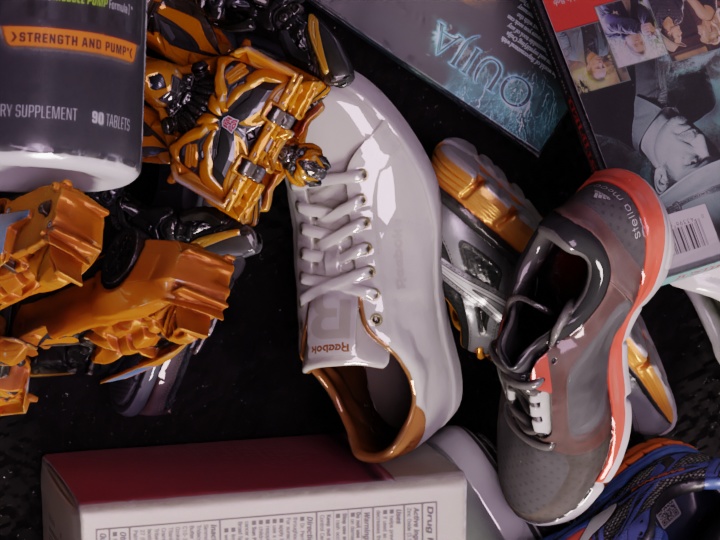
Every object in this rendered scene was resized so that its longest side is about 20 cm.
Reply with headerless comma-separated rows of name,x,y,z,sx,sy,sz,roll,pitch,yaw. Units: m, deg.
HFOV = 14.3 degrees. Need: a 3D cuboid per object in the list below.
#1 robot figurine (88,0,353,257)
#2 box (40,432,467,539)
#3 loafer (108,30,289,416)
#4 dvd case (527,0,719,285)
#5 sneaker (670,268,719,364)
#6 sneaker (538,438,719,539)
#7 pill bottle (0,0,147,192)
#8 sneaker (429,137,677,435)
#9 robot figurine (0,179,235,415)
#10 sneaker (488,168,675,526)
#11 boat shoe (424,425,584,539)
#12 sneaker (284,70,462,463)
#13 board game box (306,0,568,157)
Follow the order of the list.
robot figurine,-0.105,-0.093,1.363,0.200,0.058,0.145,29,93,12
box,-0.055,0.157,1.448,0.199,0.109,0.128,-3,101,-16
loafer,-0.074,-0.021,1.430,0.063,0.072,0.201,12,93,-26
dvd case,0.169,-0.103,1.439,0.146,0.022,0.201,-17,78,-17
sneaker,0.175,-0.027,1.496,0.071,0.073,0.200,-41,112,-11
sneaker,0.127,0.155,1.444,0.200,0.078,0.075,-48,112,-28
pill bottle,-0.147,-0.140,1.284,0.106,0.106,0.201,3,83,-17
sneaker,0.088,0.020,1.489,0.077,0.078,0.200,-43,107,11
robot figurine,-0.157,0.018,1.351,0.145,0.200,0.058,25,60,-30
sneaker,0.087,0.043,1.399,0.082,0.077,0.201,-20,132,-42
boat shoe,0.105,0.151,1.520,0.064,0.071,0.200,-41,111,-15
sneaker,0.000,0.000,1.409,0.073,0.085,0.201,-9,107,28
board game box,0.046,-0.166,1.458,0.200,0.028,0.135,33,90,-20
